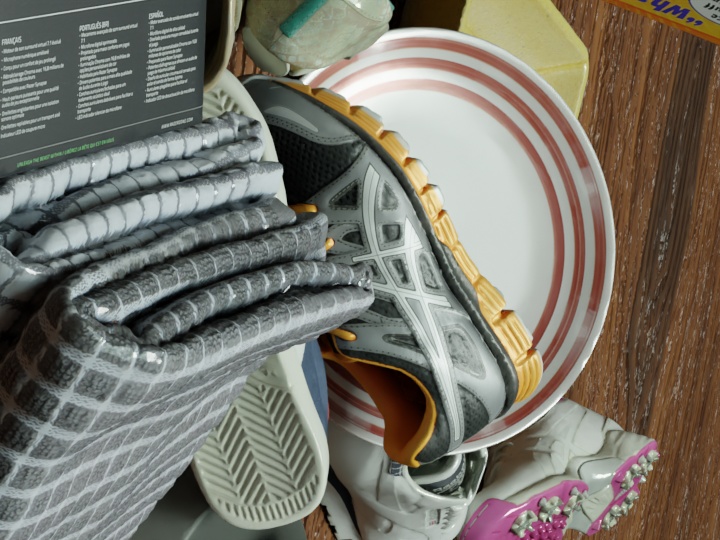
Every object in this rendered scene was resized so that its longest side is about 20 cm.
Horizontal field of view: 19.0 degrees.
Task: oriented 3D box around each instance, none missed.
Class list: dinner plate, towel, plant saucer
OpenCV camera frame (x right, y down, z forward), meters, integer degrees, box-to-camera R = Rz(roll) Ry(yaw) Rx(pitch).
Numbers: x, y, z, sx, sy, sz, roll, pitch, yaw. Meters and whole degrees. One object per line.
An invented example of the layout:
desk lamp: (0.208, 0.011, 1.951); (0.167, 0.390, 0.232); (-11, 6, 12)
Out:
dinner plate: (0.031, -0.013, 1.009); (0.200, 0.024, 0.200); (3, 84, -27)
towel: (-0.095, 0.045, 0.717); (0.166, 0.086, 0.200); (-53, 168, 23)
plant saucer: (0.053, -0.056, 1.130); (0.200, 0.048, 0.200); (35, 68, -64)

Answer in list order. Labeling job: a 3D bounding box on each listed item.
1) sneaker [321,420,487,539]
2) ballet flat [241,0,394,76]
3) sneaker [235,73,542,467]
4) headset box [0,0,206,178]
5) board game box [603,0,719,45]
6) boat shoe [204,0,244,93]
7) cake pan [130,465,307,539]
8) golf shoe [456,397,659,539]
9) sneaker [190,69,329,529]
sneaker: (0.029, 0.106, 1.102); (0.200, 0.080, 0.076); (50, 52, -62)
ballet flat: (-0.025, -0.111, 0.890); (0.062, 0.067, 0.200); (-46, -178, 3)
sneaker: (0.000, 0.000, 0.935); (0.077, 0.078, 0.200); (-45, 107, -23)
headset box: (-0.124, -0.134, 0.643); (0.174, 0.093, 0.200); (-26, 123, -61)
board game box: (0.146, -0.254, 0.978); (0.200, 0.200, 0.200); (124, -15, -68)
boat shoe: (-0.071, -0.155, 0.763); (0.065, 0.072, 0.200); (-101, -174, -51)
cake pan: (-0.075, 0.173, 0.947); (0.200, 0.037, 0.200); (10, 90, -67)
golf shoe: (0.099, 0.124, 1.274); (0.200, 0.092, 0.075); (-13, 136, -58)
sneaker: (-0.059, 0.004, 0.892); (0.085, 0.075, 0.200); (-94, 176, -72)
